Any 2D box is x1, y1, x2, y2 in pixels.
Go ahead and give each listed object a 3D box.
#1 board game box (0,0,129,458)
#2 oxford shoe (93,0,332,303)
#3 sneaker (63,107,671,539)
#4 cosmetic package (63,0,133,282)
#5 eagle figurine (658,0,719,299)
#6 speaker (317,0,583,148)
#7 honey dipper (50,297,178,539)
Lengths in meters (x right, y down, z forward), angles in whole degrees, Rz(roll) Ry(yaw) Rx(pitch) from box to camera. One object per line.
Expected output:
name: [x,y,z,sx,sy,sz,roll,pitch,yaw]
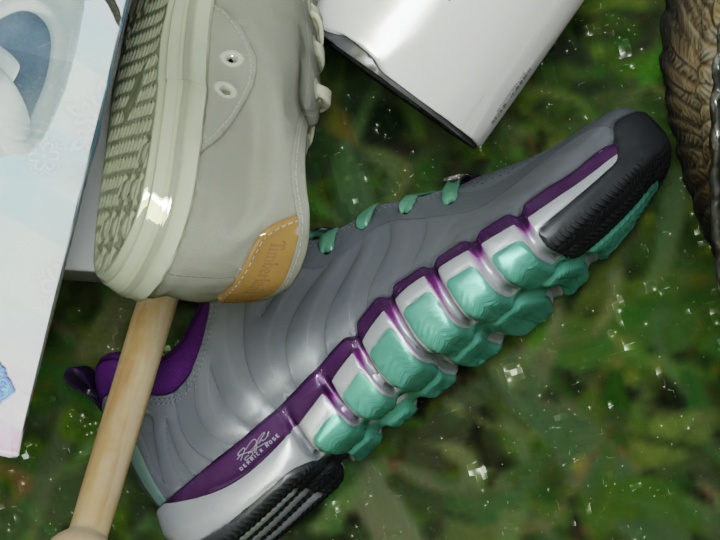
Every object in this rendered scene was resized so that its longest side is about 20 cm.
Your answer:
board game box: [-0.171,-0.065,0.829,0.199,0.043,0.200,13,101,-9]
oxford shoe: [-0.037,-0.062,0.851,0.057,0.201,0.075,18,132,-14]
sneaker: [0.000,0.000,0.906,0.200,0.074,0.088,-40,75,3]
cosmetic package: [-0.163,-0.078,0.941,0.199,0.052,0.152,3,85,7]
eagle figurine: [0.142,-0.028,0.856,0.151,0.152,0.200,-42,100,-37]
speaker: [0.062,-0.141,0.899,0.081,0.081,0.200,35,92,8]
honey dipper: [-0.062,0.011,0.885,0.038,0.038,0.201,10,61,8]
